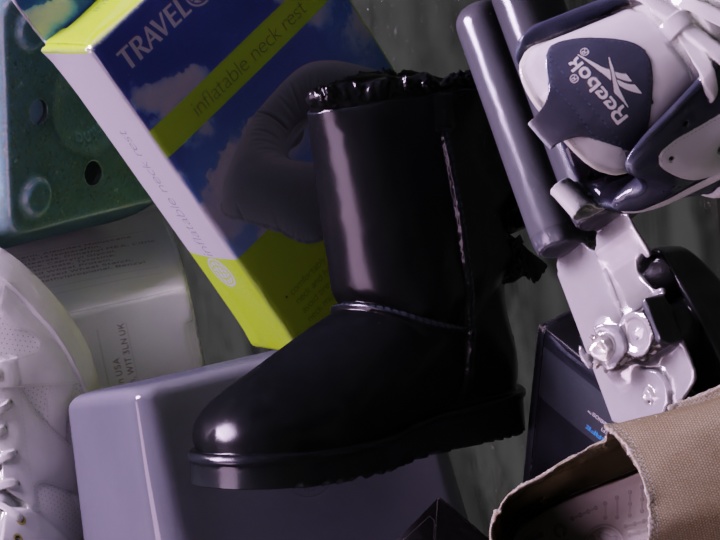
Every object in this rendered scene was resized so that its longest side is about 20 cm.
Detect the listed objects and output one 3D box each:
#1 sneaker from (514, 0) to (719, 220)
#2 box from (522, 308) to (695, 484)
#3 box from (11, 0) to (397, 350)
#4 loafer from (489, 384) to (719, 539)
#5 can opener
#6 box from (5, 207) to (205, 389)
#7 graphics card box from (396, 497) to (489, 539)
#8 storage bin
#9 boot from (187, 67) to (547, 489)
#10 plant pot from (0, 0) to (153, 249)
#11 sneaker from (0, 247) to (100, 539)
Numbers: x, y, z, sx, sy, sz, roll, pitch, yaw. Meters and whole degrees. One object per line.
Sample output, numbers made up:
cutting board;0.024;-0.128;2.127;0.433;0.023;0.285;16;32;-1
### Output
sneaker;0.122;-0.088;1.074;0.080;0.129;0.199;53;147;19
box;0.149;0.125;1.258;0.200;0.046;0.159;39;141;37
box;-0.049;-0.077;1.295;0.048;0.122;0.200;9;139;53
loafer;0.134;0.086;1.152;0.200;0.067;0.076;-33;58;23
can opener;0.097;-0.028;1.226;0.053;0.066;0.200;-37;70;45
box;-0.173;0.095;1.555;0.131;0.200;0.199;-117;15;-66
graphics card box;0.089;0.193;1.309;0.125;0.051;0.200;40;169;37
storage bin;-0.048;0.108;1.426;0.145;0.200;0.135;-11;90;59
boot;0.000;0.000;1.245;0.073;0.198;0.163;4;101;44
plant pot;-0.204;-0.097;1.499;0.200;0.196;0.196;10;107;38
sneaker;-0.173;0.091;1.414;0.074;0.116;0.200;-11;116;30
